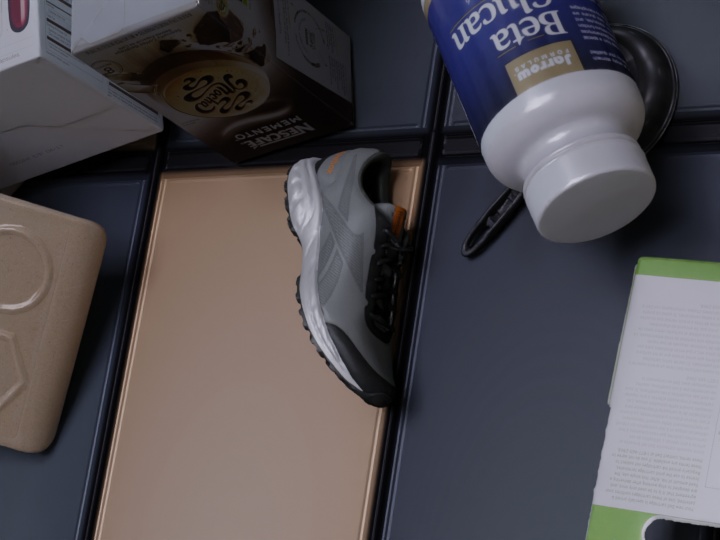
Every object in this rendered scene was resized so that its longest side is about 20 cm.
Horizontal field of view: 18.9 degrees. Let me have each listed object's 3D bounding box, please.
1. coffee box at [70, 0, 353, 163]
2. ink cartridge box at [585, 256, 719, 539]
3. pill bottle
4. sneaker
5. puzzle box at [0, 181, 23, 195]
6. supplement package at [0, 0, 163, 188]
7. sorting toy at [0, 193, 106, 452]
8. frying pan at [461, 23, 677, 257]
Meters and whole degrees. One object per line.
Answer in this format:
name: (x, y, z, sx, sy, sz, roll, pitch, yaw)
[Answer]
coffee box: (-0.103, -0.162, 1.556, 0.113, 0.200, 0.080, -17, 61, 28)
ink cartridge box: (0.228, 0.101, 1.321, 0.147, 0.076, 0.201, 6, 76, 33)
pill bottle: (0.120, -0.122, 1.418, 0.111, 0.111, 0.201, -32, 59, 19)
sneaker: (0.000, 0.000, 1.510, 0.079, 0.074, 0.201, -20, 62, 19)
puzzle box: (-0.268, -0.162, 1.771, 0.200, 0.025, 0.133, -46, 55, 9)
supplement package: (-0.278, -0.154, 1.661, 0.199, 0.156, 0.111, -18, 63, 26)
sorting toy: (-0.307, 0.025, 1.636, 0.199, 0.036, 0.186, 16, 100, -1)
frying pan: (0.130, -0.102, 1.493, 0.190, 0.031, 0.115, -28, 58, 17)
